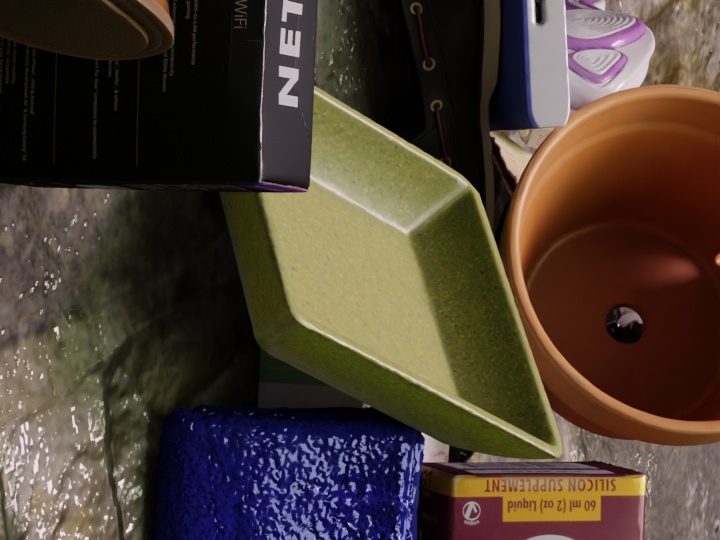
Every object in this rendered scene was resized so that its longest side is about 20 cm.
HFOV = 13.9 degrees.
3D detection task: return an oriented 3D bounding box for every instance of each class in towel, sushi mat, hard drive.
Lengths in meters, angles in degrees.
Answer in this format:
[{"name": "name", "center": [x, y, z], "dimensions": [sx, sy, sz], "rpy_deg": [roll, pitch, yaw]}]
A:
[{"name": "towel", "center": [-0.032, 0.168, 1.477], "dimensions": [0.148, 0.050, 0.200], "rpy_deg": [1, 90, -27]}, {"name": "sushi mat", "center": [0.153, -0.022, 1.816], "dimensions": [0.200, 0.012, 0.096], "rpy_deg": [32, 20, -33]}, {"name": "hard drive", "center": [0.087, -0.146, 1.676], "dimensions": [0.200, 0.025, 0.132], "rpy_deg": [-162, -111, -83]}]

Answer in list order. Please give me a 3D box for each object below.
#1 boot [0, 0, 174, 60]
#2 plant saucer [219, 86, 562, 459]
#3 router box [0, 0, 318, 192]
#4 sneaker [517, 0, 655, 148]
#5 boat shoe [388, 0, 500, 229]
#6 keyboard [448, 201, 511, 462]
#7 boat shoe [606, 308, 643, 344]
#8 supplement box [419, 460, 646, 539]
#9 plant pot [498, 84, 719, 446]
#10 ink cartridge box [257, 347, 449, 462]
[{"name": "boot", "center": [-0.141, -0.189, 1.227], "dimensions": [0.200, 0.074, 0.155], "rpy_deg": [35, 51, -36]}, {"name": "plant saucer", "center": [0.000, 0.000, 1.490], "dimensions": [0.200, 0.048, 0.200], "rpy_deg": [29, 32, -39]}, {"name": "router box", "center": [-0.093, -0.135, 1.294], "dimensions": [0.051, 0.149, 0.200], "rpy_deg": [3, 89, -63]}, {"name": "sneaker", "center": [0.129, -0.112, 1.768], "dimensions": [0.200, 0.075, 0.100], "rpy_deg": [-106, -161, -74]}, {"name": "boat shoe", "center": [0.046, -0.080, 1.687], "dimensions": [0.074, 0.063, 0.202], "rpy_deg": [-109, -164, -63]}, {"name": "keyboard", "center": [0.076, 0.053, 1.716], "dimensions": [0.200, 0.040, 0.104], "rpy_deg": [-72, 180, -53]}, {"name": "boat shoe", "center": [0.127, 0.025, 1.858], "dimensions": [0.200, 0.093, 0.075], "rpy_deg": [-99, 177, -73]}, {"name": "supplement box", "center": [0.082, 0.201, 1.538], "dimensions": [0.086, 0.110, 0.200], "rpy_deg": [-176, -93, -73]}, {"name": "plant pot", "center": [0.165, 0.012, 1.668], "dimensions": [0.140, 0.200, 0.200], "rpy_deg": [121, -18, -70]}, {"name": "ink cartridge box", "center": [-0.005, 0.122, 1.584], "dimensions": [0.117, 0.067, 0.200], "rpy_deg": [5, 87, -64]}]
